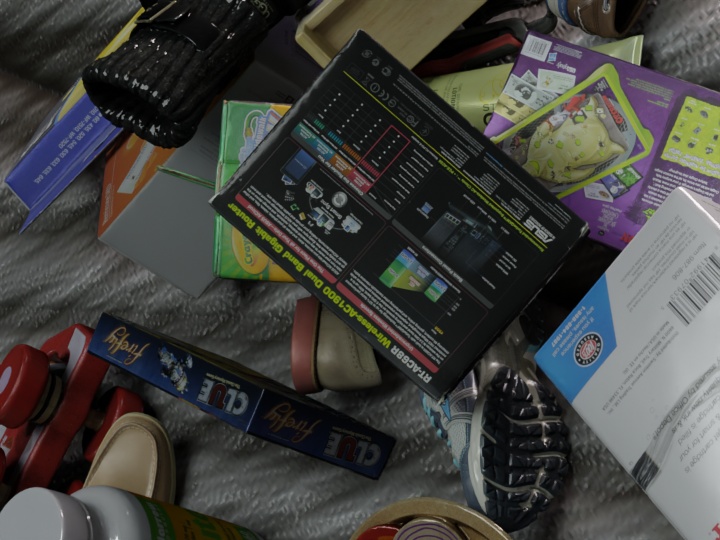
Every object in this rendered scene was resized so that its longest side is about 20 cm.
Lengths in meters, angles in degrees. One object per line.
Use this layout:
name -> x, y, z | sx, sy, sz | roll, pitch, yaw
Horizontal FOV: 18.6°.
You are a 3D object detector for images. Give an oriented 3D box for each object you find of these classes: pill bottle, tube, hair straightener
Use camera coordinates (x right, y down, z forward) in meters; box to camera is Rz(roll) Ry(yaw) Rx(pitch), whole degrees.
pill bottle -> -0.162, 0.215, 1.560 | 0.111, 0.200, 0.111 | -20, 60, 38
tube -> 0.111, -0.120, 1.553 | 0.200, 0.052, 0.058 | -2, 115, 39
hair straightener -> 0.074, -0.181, 1.616 | 0.200, 0.041, 0.077 | -22, 57, 43

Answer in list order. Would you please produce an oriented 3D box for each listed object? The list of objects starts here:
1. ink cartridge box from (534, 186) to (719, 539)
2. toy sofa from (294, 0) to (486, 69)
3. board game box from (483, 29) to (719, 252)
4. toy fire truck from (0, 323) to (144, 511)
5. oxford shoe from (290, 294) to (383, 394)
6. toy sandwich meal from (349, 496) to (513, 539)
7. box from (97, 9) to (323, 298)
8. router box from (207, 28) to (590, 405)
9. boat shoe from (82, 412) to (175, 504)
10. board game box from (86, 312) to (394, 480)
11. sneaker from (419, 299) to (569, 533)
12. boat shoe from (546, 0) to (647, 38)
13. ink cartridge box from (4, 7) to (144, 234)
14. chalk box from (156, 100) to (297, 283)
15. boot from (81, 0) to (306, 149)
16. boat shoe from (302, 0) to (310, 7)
ink cartridge box -> 0.222, 0.072, 1.314 | 0.145, 0.084, 0.200 | -51, 52, 17
toy sofa -> 0.050, -0.213, 1.551 | 0.200, 0.083, 0.098 | -41, 18, 20
board game box -> 0.171, -0.077, 1.460 | 0.200, 0.032, 0.120 | 25, 87, 36
toy fire truck -> -0.267, 0.133, 1.781 | 0.200, 0.112, 0.168 | -65, 24, 0
oxford shoe -> 0.000, 0.000, 1.611 | 0.075, 0.070, 0.200 | 2, 67, 13
toy sandwich meal -> 0.045, 0.244, 1.400 | 0.205, 0.070, 0.205 | 6, 100, 38
box -> -0.102, -0.099, 1.682 | 0.200, 0.097, 0.124 | -46, 25, 25
router box -> 0.025, -0.034, 1.413 | 0.200, 0.062, 0.150 | 41, 90, 3
boat shoe -> -0.193, 0.206, 1.679 | 0.071, 0.065, 0.200 | 14, 88, 13
board game box -> -0.088, 0.090, 1.592 | 0.200, 0.135, 0.035 | 22, 88, 48
sneaker -> 0.083, 0.093, 1.478 | 0.086, 0.078, 0.200 | -36, 42, 40
boat shoe -> 0.205, -0.250, 1.507 | 0.072, 0.072, 0.200 | 39, 111, 41
ink cartridge box -> -0.212, -0.144, 1.813 | 0.198, 0.047, 0.200 | -43, 12, 21
chalk box -> -0.038, -0.050, 1.511 | 0.200, 0.124, 0.124 | 3, 91, 5
boot -> -0.141, -0.167, 1.588 | 0.158, 0.079, 0.211 | -51, 25, -16
boat shoe -> -0.035, -0.246, 1.573 | 0.076, 0.074, 0.200 | -44, 2, -16
